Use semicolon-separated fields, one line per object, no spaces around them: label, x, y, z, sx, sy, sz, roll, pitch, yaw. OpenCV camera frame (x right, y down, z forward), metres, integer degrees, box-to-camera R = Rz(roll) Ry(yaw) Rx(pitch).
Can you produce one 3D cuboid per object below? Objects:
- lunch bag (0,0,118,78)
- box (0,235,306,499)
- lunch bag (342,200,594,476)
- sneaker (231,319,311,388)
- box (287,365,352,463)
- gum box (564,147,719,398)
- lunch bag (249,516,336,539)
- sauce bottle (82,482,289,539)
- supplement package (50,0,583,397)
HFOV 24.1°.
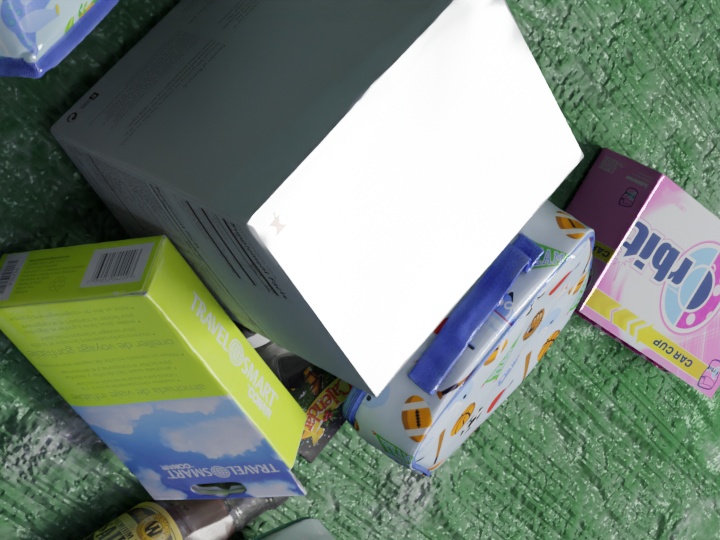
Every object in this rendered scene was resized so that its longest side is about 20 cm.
lunch bag;-0.176;-0.215;0.830;0.200;0.127;0.171;-55;139;-41
box;-0.119;0.063;1.002;0.200;0.121;0.048;56;39;-41
lunch bag;0.073;0.036;1.078;0.200;0.075;0.160;-53;166;-4
sneaker;0.000;0.000;1.051;0.200;0.066;0.091;-38;131;-10
box;-0.017;0.012;1.109;0.200;0.038;0.137;-51;131;-5
gum box;0.227;0.007;1.267;0.200;0.066;0.114;31;91;-41
lunch bag;-0.074;0.263;1.126;0.160;0.077;0.201;-15;139;-42
sauce bottle;-0.138;0.183;1.088;0.200;0.066;0.066;-34;128;-21
supplement package;-0.024;-0.071;0.945;0.191;0.200;0.147;-47;131;-15
